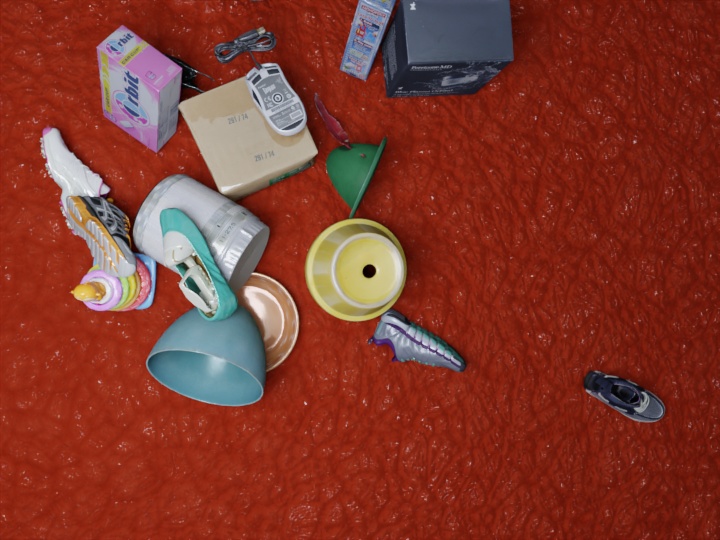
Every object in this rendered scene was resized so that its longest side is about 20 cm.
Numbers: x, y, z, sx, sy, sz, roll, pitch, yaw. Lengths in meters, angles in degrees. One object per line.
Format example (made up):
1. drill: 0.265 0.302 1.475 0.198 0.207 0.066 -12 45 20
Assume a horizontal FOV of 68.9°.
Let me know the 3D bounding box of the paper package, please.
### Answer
1. paper package: -0.206 -0.253 0.987 0.199 0.103 0.192 -26 95 -8

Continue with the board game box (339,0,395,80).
1. board game box: 0.030 -0.488 0.970 0.061 0.200 0.201 20 88 -7

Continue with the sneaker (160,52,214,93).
1. sneaker: -0.376 -0.375 0.977 0.199 0.104 0.060 22 100 28

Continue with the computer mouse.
1. computer mouse: -0.164 -0.322 0.921 0.109 0.044 0.201 -28 89 -12

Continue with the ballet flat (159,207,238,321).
1. ballet flat: -0.265 -0.007 0.826 0.067 0.070 0.201 -26 100 27

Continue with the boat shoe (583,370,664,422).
1. boat shoe: 0.583 0.279 1.117 0.199 0.093 0.075 22 88 -8

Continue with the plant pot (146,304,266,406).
1. plant pot: -0.251 0.132 0.922 0.199 0.201 0.136 17 52 -8

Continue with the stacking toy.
1. stacking toy: -0.436 0.029 0.903 0.115 0.200 0.111 7 96 -7

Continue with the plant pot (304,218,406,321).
1. plant pot: 0.000 0.000 0.978 0.199 0.189 0.203 0 91 -9

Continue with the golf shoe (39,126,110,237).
1. golf shoe: -0.516 -0.167 0.964 0.091 0.075 0.202 -19 100 -18

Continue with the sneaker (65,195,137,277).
1. sneaker: -0.424 -0.067 0.889 0.077 0.079 0.200 -18 55 -44

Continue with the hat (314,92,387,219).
1. hat: -0.057 -0.213 0.994 0.175 0.200 0.167 25 113 -2

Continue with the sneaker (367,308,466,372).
1. sneaker: 0.115 0.163 1.066 0.199 0.074 0.088 33 100 2

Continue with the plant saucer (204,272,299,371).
1. plant saucer: -0.220 0.103 1.023 0.198 0.037 0.202 0 92 -8

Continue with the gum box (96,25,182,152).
1. gum box: -0.384 -0.305 0.917 0.113 0.200 0.066 35 62 -7

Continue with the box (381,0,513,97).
1. box: 0.154 -0.414 0.990 0.195 0.200 0.119 -5 92 -8

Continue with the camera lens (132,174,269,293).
1. camera lens: -0.284 -0.064 0.937 0.199 0.160 0.161 29 87 2
